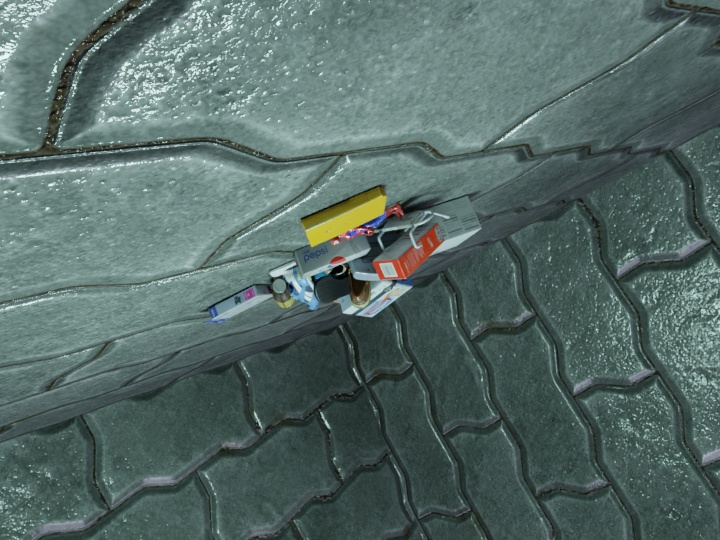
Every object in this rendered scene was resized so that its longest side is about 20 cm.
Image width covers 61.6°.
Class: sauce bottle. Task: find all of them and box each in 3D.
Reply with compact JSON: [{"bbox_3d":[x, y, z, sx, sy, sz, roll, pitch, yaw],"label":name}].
[{"bbox_3d":[-0.229,0.066,1.788,0.063,0.066,0.200,-22,169,-8],"label":"sauce bottle"}]

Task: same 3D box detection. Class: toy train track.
[{"bbox_3d":[0.108,-0.125,1.751,0.112,0.033,0.200,4,150,-34],"label":"toy train track"}]

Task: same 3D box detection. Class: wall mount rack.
[{"bbox_3d":[0.138,-0.119,1.602,0.197,0.076,0.174,-6,-149,45],"label":"wall mount rack"}]

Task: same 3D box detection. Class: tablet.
[{"bbox_3d":[-0.193,-0.002,1.745,0.127,0.014,0.200,-24,172,-5],"label":"tablet"}]

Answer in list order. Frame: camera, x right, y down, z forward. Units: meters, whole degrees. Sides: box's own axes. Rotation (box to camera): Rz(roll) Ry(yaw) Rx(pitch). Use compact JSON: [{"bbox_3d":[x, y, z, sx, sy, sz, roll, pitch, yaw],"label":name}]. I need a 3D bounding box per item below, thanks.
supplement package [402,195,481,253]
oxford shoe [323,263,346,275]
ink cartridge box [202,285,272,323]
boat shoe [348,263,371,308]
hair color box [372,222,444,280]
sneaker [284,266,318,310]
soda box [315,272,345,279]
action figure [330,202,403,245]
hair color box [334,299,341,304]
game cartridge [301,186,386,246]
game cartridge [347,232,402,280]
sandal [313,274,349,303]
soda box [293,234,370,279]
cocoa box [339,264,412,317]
[{"bbox_3d":[0.233,-0.124,1.827,0.196,0.113,0.156,-18,170,-27],"label":"supplement package"},{"bbox_3d":[-0.068,-0.018,1.732,0.071,0.074,0.199,-46,164,24],"label":"oxford shoe"},{"bbox_3d":[-0.368,0.101,1.804,0.197,0.043,0.119,-29,172,12],"label":"ink cartridge box"},{"bbox_3d":[0.000,0.000,1.706,0.070,0.205,0.068,-3,156,9],"label":"boat shoe"},{"bbox_3d":[0.132,-0.053,1.632,0.100,0.062,0.199,-4,-151,47],"label":"hair color box"},{"bbox_3d":[-0.165,0.049,1.733,0.080,0.075,0.202,-13,145,-1],"label":"sneaker"},{"bbox_3d":[-0.131,0.040,1.849,0.063,0.070,0.197,-14,180,-45],"label":"soda box"},{"bbox_3d":[0.014,-0.111,1.531,0.195,0.053,0.065,-21,177,-5],"label":"action figure"},{"bbox_3d":[-0.024,0.037,2.025,0.109,0.065,0.198,6,-151,45],"label":"hair color box"},{"bbox_3d":[-0.036,-0.123,1.377,0.196,0.033,0.176,-26,172,-5],"label":"game cartridge"},{"bbox_3d":[0.055,-0.037,1.690,0.195,0.136,0.042,-7,151,-23],"label":"game cartridge"},{"bbox_3d":[-0.086,0.050,1.717,0.047,0.078,0.199,11,-173,27],"label":"sandal"},{"bbox_3d":[-0.075,-0.047,1.596,0.196,0.070,0.063,-21,172,-16],"label":"soda box"},{"bbox_3d":[0.036,0.033,1.831,0.129,0.136,0.199,12,141,-42],"label":"cocoa box"}]
